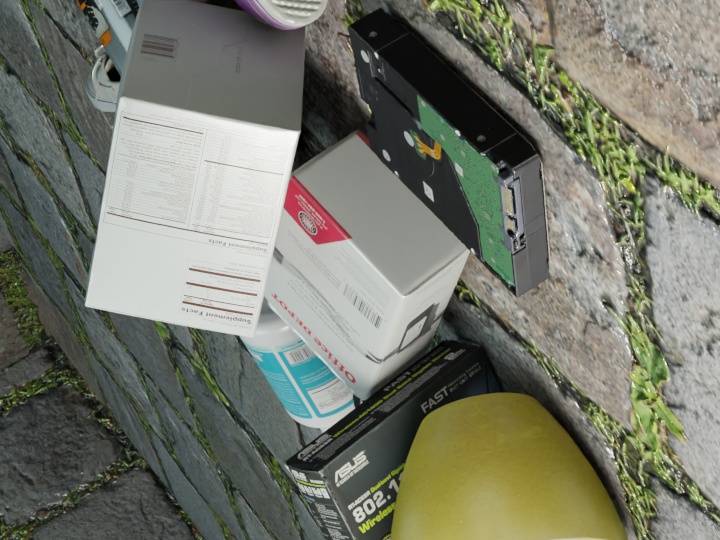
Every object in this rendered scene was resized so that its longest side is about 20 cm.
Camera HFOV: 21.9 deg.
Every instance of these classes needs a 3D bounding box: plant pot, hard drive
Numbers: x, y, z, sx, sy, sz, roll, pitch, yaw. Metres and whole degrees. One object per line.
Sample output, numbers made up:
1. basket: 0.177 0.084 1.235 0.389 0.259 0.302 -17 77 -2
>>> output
1. plant pot: 0.111 0.185 1.528 0.200 0.199 0.143 96 165 -65
2. hard drive: 0.067 -0.089 1.380 0.200 0.038 0.140 48 161 37

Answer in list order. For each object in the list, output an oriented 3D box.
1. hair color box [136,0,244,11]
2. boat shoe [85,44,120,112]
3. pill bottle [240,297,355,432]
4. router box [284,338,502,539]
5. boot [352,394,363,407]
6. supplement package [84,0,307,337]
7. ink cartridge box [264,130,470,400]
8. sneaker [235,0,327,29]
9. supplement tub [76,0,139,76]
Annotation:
1. hair color box: -0.164 -0.302 1.583 0.061 0.099 0.201 34 151 54
2. boat shoe: -0.267 -0.224 2.097 0.202 0.074 0.086 29 148 57
3. pill bottle: -0.048 0.085 1.901 0.111 0.111 0.200 41 164 48
4. router box: 0.051 0.176 1.619 0.062 0.200 0.150 4 125 57
5. boot: 0.068 0.201 1.838 0.158 0.079 0.212 27 145 62
6. supplement package: -0.134 -0.089 1.540 0.192 0.146 0.201 -89 11 -57
7. ink cartridge box: 0.000 0.000 1.588 0.145 0.083 0.200 46 153 15
8. sneaker: -0.107 -0.282 1.503 0.201 0.072 0.114 62 167 -12
9. supplement tub: -0.214 -0.284 1.730 0.201 0.122 0.123 60 164 -2
